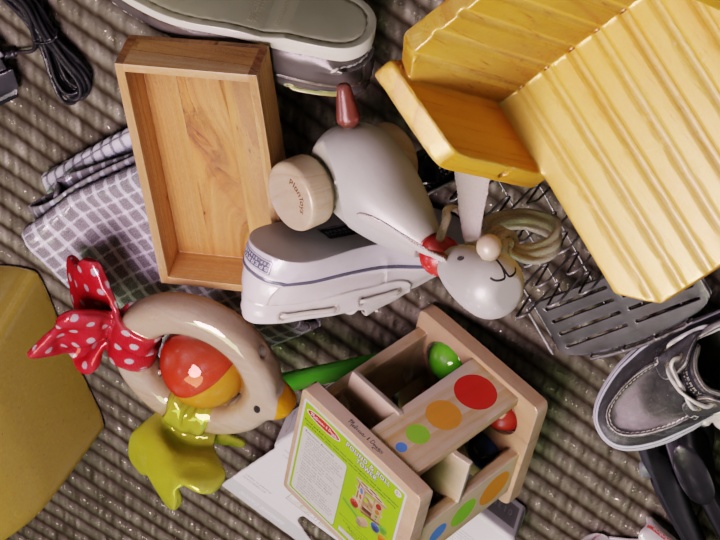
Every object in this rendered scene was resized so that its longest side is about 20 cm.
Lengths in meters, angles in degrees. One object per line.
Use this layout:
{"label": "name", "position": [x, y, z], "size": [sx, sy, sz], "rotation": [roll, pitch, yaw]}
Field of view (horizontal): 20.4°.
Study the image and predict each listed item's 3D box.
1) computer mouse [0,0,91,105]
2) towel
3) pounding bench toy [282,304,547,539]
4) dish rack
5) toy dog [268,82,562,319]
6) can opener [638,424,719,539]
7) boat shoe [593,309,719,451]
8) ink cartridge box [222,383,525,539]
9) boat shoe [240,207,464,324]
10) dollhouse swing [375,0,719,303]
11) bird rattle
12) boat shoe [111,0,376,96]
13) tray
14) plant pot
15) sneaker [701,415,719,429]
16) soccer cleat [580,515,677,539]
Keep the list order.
{"label": "computer mouse", "position": [-0.306, -0.166, 1.471], "size": [0.199, 0.046, 0.141], "rotation": [0, 134, 24]}
{"label": "towel", "position": [-0.142, -0.012, 1.523], "size": [0.165, 0.086, 0.200], "rotation": [-21, 121, 37]}
{"label": "pounding bench toy", "position": [0.021, 0.106, 1.532], "size": [0.200, 0.156, 0.125], "rotation": [41, 144, 24]}
{"label": "dish rack", "position": [0.141, -0.026, 1.376], "size": [0.153, 0.055, 0.201], "rotation": [-22, 104, 38]}
{"label": "toy dog", "position": [0.031, -0.055, 1.298], "size": [0.199, 0.132, 0.097], "rotation": [19, 132, 24]}
{"label": "can opener", "position": [0.251, 0.166, 1.545], "size": [0.063, 0.079, 0.200], "rotation": [-5, 140, 18]}
{"label": "boat shoe", "position": [0.238, 0.064, 1.382], "size": [0.200, 0.071, 0.072], "rotation": [-37, 86, 24]}
{"label": "ink cartridge box", "position": [0.010, 0.190, 1.688], "size": [0.200, 0.044, 0.173], "rotation": [38, 136, -15]}
{"label": "boat shoe", "position": [0.000, 0.000, 1.404], "size": [0.072, 0.199, 0.066], "rotation": [36, 124, 35]}
{"label": "dollhouse swing", "position": [0.154, -0.091, 1.204], "size": [0.200, 0.176, 0.181], "rotation": [-35, 156, 29]}
{"label": "bird rattle", "position": [-0.134, 0.064, 1.470], "size": [0.162, 0.113, 0.201], "rotation": [-14, 115, 34]}
{"label": "boat shoe", "position": [-0.086, -0.166, 1.352], "size": [0.200, 0.072, 0.061], "rotation": [19, 145, 13]}
{"label": "tray", "position": [-0.101, -0.070, 1.377], "size": [0.098, 0.037, 0.201], "rotation": [6, 134, 13]}
{"label": "plant pot", "position": [-0.363, 0.132, 1.682], "size": [0.193, 0.200, 0.196], "rotation": [2, 134, 22]}
{"label": "sneaker", "position": [0.299, 0.079, 1.429], "size": [0.199, 0.078, 0.080], "rotation": [12, 127, 13]}
{"label": "soccer cleat", "position": [0.191, 0.263, 1.669], "size": [0.200, 0.069, 0.085], "rotation": [-29, 108, 38]}
